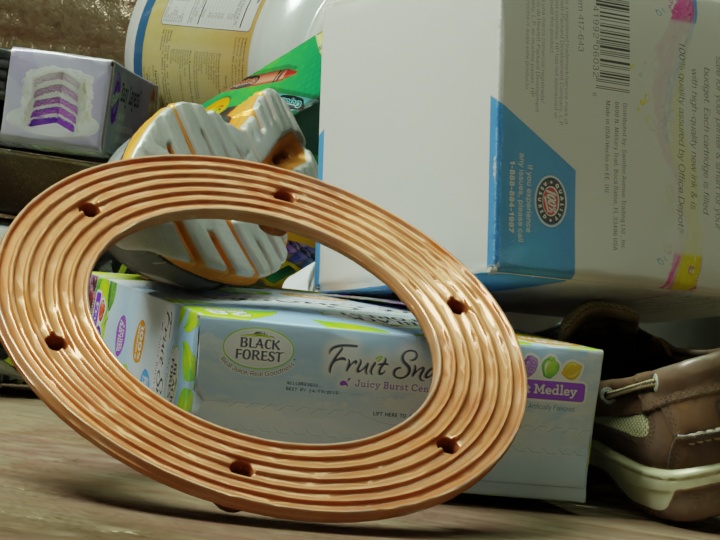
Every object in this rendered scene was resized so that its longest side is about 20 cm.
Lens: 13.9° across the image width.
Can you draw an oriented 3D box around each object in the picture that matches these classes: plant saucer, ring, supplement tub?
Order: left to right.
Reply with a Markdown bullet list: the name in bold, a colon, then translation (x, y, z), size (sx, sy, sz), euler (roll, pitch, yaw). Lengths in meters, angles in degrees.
- **plant saucer**: translation (-0.133, -0.037, 1.534), size (0.200, 0.035, 0.200), euler (9, -1, 0)
- **ring**: translation (-0.037, 0.025, 1.075), size (0.200, 0.019, 0.201), euler (13, 35, -10)
- **supplement tub**: translation (-0.021, -0.109, 1.576), size (0.144, 0.145, 0.200), euler (6, 4, -34)

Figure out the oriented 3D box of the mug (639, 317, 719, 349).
- **mug**: translation (0.192, 0.029, 1.570), size (0.177, 0.134, 0.200), euler (10, 0, 28)

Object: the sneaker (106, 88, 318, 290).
- **sneaker**: translation (-0.074, -0.024, 1.227), size (0.077, 0.078, 0.200), euler (-23, 0, 16)

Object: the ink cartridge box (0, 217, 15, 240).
- **ink cartridge box**: translation (-0.184, 0.011, 1.496), size (0.200, 0.075, 0.165), euler (7, 1, -28)

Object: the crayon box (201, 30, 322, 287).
- **crayon box**: translation (0.014, -0.023, 1.443), size (0.119, 0.058, 0.200), euler (-29, -55, 35)

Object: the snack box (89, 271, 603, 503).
- **snack box**: translation (-0.016, 0.045, 1.212), size (0.168, 0.068, 0.200), euler (6, 4, -19)

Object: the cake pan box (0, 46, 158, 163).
- **cake pan box**: translation (-0.203, -0.089, 1.486), size (0.184, 0.052, 0.200), euler (7, 0, 4)

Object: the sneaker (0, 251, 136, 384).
- **sneaker**: translation (-0.176, 0.017, 1.369), size (0.076, 0.076, 0.200), euler (10, 2, 43)

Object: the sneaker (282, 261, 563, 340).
- **sneaker**: translation (0.000, 0.000, 1.368), size (0.200, 0.115, 0.075), euler (-5, 29, 12)

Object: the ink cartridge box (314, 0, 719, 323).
- **ink cartridge box**: translation (0.097, -0.047, 1.258), size (0.200, 0.129, 0.125), euler (7, -9, -36)

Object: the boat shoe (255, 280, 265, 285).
- **boat shoe**: translation (-0.086, -0.001, 1.636), size (0.200, 0.072, 0.069), euler (1, -40, 25)

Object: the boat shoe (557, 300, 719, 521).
- **boat shoe**: translation (0.107, 0.047, 1.227), size (0.075, 0.075, 0.202), euler (-18, 12, -24)
